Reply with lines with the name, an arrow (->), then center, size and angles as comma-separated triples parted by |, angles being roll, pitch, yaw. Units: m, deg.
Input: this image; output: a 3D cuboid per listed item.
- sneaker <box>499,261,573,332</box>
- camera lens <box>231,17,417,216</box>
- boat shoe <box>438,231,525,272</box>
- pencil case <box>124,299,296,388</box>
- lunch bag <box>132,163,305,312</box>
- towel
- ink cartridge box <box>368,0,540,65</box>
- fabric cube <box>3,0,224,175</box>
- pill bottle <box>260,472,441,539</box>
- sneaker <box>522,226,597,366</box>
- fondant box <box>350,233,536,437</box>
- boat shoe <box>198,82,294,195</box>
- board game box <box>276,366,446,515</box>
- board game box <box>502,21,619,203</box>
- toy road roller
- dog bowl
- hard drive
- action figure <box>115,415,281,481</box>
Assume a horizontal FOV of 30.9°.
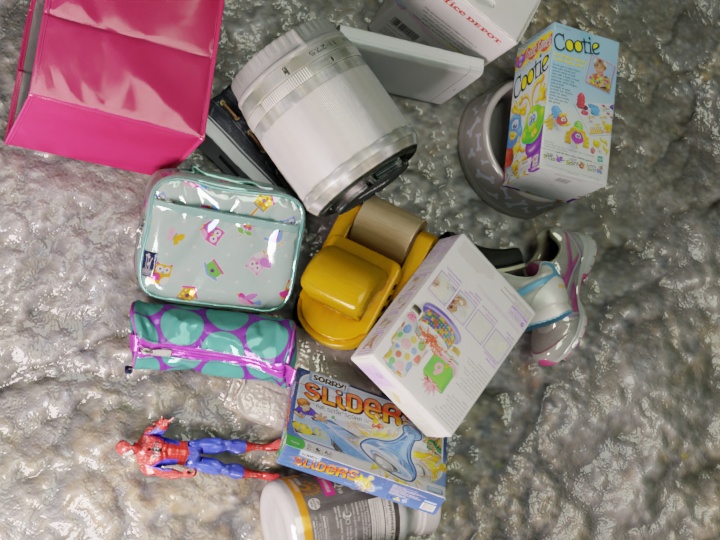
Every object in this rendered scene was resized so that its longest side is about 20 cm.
sneaker -> 0.168, 0.049, 1.687 | 0.199, 0.077, 0.081 | -17, 80, 6
camera lens -> -0.041, -0.177, 1.557 | 0.160, 0.160, 0.200 | -33, 85, -25
boat shoe -> 0.124, -0.021, 1.708 | 0.200, 0.074, 0.063 | -2, 88, -18
pencil case -> -0.174, 0.088, 1.534 | 0.199, 0.093, 0.086 | 7, 114, -6
lunch bag -> -0.170, -0.039, 1.551 | 0.199, 0.077, 0.161 | 9, 107, -15
towel -> -0.064, 0.141, 1.620 | 0.199, 0.034, 0.133 | 20, 73, -18
ink cartridge box -> 0.121, -0.336, 1.700 | 0.145, 0.200, 0.084 | 35, 69, -13
fabric cube -> -0.287, -0.240, 1.514 | 0.198, 0.196, 0.201 | 11, 75, -20
pill bottle -> -0.011, 0.290, 1.567 | 0.199, 0.116, 0.117 | -9, 83, -25
sneaker -> 0.251, 0.029, 1.742 | 0.088, 0.081, 0.201 | 27, 62, -31
fondant box -> 0.102, 0.077, 1.561 | 0.144, 0.058, 0.200 | 46, 64, -17
boat shoe -> -0.121, -0.142, 1.631 | 0.200, 0.071, 0.091 | 48, 68, -7
board game box -> 0.006, 0.201, 1.547 | 0.199, 0.035, 0.136 | 20, 36, -10
board game box -> 0.265, -0.206, 1.724 | 0.104, 0.103, 0.201 | 13, 75, -19
toy road roller -> 0.000, 0.000, 1.582 | 0.122, 0.146, 0.201 | 25, 80, 13
dog bowl -> 0.235, -0.174, 1.794 | 0.199, 0.059, 0.201 | 5, 77, -21
hard drive -> 0.042, -0.264, 1.690 | 0.199, 0.132, 0.027 | 10, 75, -21
action figure -> -0.183, 0.213, 1.525 | 0.199, 0.099, 0.066 | 7, 76, -19
